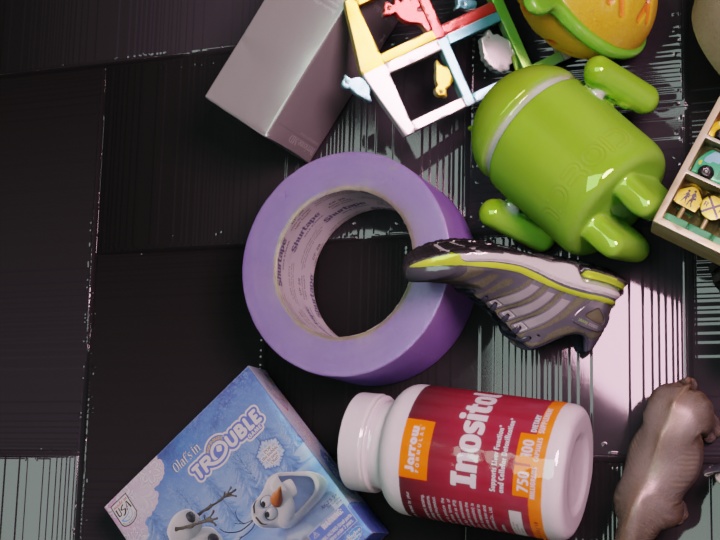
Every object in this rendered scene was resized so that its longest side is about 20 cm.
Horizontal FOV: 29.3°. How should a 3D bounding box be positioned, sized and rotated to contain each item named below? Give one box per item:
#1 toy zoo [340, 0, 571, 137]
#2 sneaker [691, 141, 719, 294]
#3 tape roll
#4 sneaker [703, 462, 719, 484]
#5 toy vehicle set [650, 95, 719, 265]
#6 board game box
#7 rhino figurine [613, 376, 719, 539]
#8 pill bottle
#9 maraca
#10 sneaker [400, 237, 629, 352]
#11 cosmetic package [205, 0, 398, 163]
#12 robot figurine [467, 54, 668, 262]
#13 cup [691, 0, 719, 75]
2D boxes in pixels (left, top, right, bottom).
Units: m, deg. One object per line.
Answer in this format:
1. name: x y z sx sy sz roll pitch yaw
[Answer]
1. toy zoo: 0.073 -0.206 1.221 0.199 0.020 0.132 -25 93 -5
2. sneaker: 0.307 -0.021 1.127 0.081 0.073 0.201 0 70 26
3. tape roll: 0.000 0.000 1.239 0.199 0.085 0.201 -4 78 21
4. sneaker: 0.335 0.135 1.075 0.129 0.079 0.201 4 92 15
5. toy vehicle set: 0.343 -0.042 1.068 0.199 0.027 0.125 27 77 14
6. board game box: -0.109 0.228 1.264 0.200 0.043 0.199 -45 66 10
7. rhino figurine: 0.235 0.180 1.105 0.060 0.087 0.201 20 88 25
8. pill bottle: 0.087 0.157 1.157 0.199 0.113 0.114 5 82 23
9. maraca: 0.176 -0.244 1.154 0.107 0.199 0.138 -37 57 36
10. sneaker: 0.127 0.023 1.147 0.199 0.074 0.082 11 96 -15
11. cosmetic package: -0.045 -0.212 1.286 0.090 0.107 0.201 31 94 24
12. robot figurine: 0.174 -0.094 1.162 0.200 0.115 0.176 46 114 28
13. cup: 0.350 -0.215 1.093 0.143 0.199 0.201 -40 65 42
